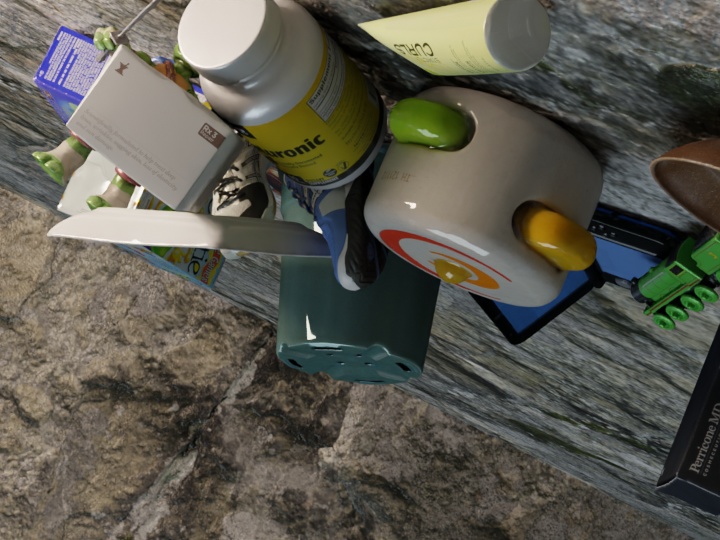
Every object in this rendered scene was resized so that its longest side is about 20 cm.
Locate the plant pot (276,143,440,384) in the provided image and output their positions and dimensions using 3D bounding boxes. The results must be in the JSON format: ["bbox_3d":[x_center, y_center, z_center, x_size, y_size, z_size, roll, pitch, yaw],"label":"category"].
[{"bbox_3d":[0.000,0.000,1.406,0.197,0.199,0.201,8,162,2],"label":"plant pot"}]

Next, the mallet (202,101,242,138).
[{"bbox_3d":[-0.187,-0.153,1.437,0.198,0.067,0.041,-10,149,35],"label":"mallet"}]

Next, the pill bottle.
[{"bbox_3d":[-0.065,-0.155,1.162,0.110,0.112,0.200,19,168,32],"label":"pill bottle"}]

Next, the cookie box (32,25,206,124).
[{"bbox_3d":[-0.250,-0.180,1.598,0.198,0.076,0.171,25,171,6],"label":"cookie box"}]

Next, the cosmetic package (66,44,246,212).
[{"bbox_3d":[-0.162,-0.112,1.163,0.112,0.082,0.200,37,-178,-1],"label":"cosmetic package"}]

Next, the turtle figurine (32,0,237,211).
[{"bbox_3d":[-0.202,-0.148,1.301,0.144,0.195,0.199,45,168,-33],"label":"turtle figurine"}]

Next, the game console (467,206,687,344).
[{"bbox_3d":[0.220,0.022,1.358,0.169,0.120,0.200,21,170,26],"label":"game console"}]

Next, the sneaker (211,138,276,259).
[{"bbox_3d":[-0.136,-0.100,1.451,0.075,0.202,0.088,-25,131,22],"label":"sneaker"}]

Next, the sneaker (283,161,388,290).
[{"bbox_3d":[-0.024,-0.065,1.269,0.076,0.202,0.076,-17,144,13],"label":"sneaker"}]

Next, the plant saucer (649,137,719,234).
[{"bbox_3d":[0.302,-0.043,1.003,0.199,0.037,0.200,29,177,2],"label":"plant saucer"}]

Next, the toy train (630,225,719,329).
[{"bbox_3d":[0.288,0.002,1.223,0.056,0.042,0.200,33,158,-1],"label":"toy train"}]

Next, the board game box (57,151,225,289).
[{"bbox_3d":[-0.237,-0.069,1.631,0.104,0.104,0.200,20,171,29],"label":"board game box"}]

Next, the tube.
[{"bbox_3d":[0.066,-0.161,1.000,0.200,0.051,0.059,15,127,67],"label":"tube"}]

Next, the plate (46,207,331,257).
[{"bbox_3d":[-0.142,-0.034,1.260,0.198,0.033,0.199,5,-179,32],"label":"plate"}]

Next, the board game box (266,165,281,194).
[{"bbox_3d":[-0.049,-0.101,1.630,0.198,0.035,0.136,23,170,13],"label":"board game box"}]

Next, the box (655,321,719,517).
[{"bbox_3d":[0.405,0.146,1.300,0.194,0.202,0.124,23,169,9],"label":"box"}]

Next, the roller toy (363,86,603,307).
[{"bbox_3d":[0.103,-0.053,1.188,0.198,0.141,0.183,24,171,4],"label":"roller toy"}]
